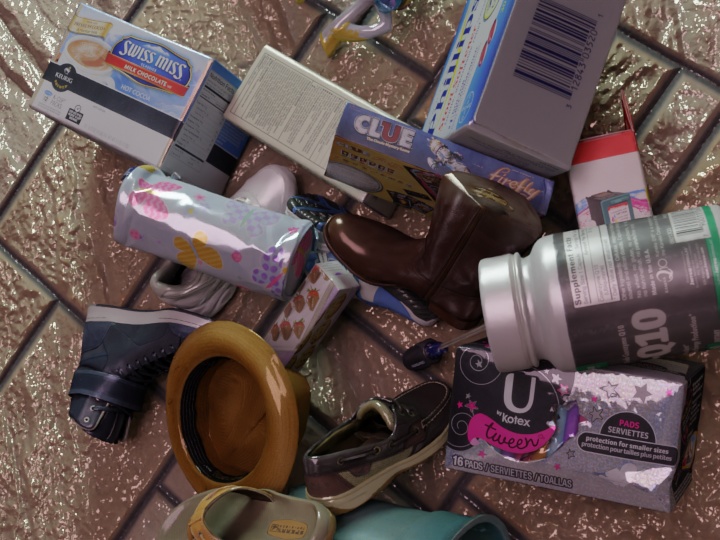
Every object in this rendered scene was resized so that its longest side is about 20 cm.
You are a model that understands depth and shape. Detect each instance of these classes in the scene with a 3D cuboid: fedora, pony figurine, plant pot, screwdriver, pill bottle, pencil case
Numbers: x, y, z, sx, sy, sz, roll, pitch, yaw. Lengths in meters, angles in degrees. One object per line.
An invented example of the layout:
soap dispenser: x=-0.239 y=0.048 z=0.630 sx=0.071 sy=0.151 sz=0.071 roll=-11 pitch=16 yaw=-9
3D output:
fedora: x=-0.109 y=0.139 z=1.125 sx=0.200 sy=0.081 sz=0.202 roll=8 pitch=102 yaw=43
pony figurine: x=0.019 y=-0.340 z=1.212 sx=0.199 sy=0.167 sz=0.194 roll=-21 pitch=104 yaw=14
plant pot: x=0.008 y=0.293 z=1.054 sx=0.195 sy=0.200 sz=0.202 roll=12 pitch=83 yaw=32
screwdriver: x=0.084 y=0.072 z=1.076 sx=0.028 sy=0.200 sz=0.029 roll=-23 pitch=90 yaw=-22
pill bottle: x=0.201 y=0.020 z=0.933 sx=0.198 sy=0.113 sz=0.114 roll=-11 pitch=75 yaw=13
pencil case: x=-0.144 y=-0.038 z=1.143 sx=0.199 sy=0.091 sz=0.084 roll=20 pitch=125 yaw=9

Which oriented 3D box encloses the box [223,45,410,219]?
box: x=-0.035 y=-0.146 z=1.216 sx=0.199 sy=0.078 sz=0.095 roll=34 pitch=93 yaw=25

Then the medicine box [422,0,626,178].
medicine box: x=0.144 y=-0.181 z=1.072 sx=0.102 sy=0.200 sz=0.184 roll=21 pitch=83 yaw=-10

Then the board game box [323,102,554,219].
board game box: x=0.068 y=-0.085 z=1.073 sx=0.199 sy=0.136 sz=0.035 roll=21 pitch=78 yaw=-2

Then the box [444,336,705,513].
box: x=0.191 y=0.127 z=1.024 sx=0.198 sy=0.132 sz=0.116 roll=7 pitch=95 yaw=24

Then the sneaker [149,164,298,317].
sneaker: x=-0.144 y=-0.033 z=1.225 sx=0.078 sy=0.099 sz=0.200 roll=41 pitch=96 yaw=27

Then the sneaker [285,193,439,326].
sneaker: x=0.000 y=0.000 z=1.185 sx=0.199 sy=0.076 sz=0.077 roll=36 pitch=121 yaw=22

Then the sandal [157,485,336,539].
sandal: x=-0.110 y=0.225 z=1.026 sx=0.199 sy=0.054 sz=0.081 roll=-8 pitch=54 yaw=38

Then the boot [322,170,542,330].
boot: x=0.059 y=-0.041 z=1.041 sx=0.185 sy=0.200 sz=0.064 roll=29 pitch=63 yaw=6

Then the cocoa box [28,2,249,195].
cocoa box: x=-0.233 y=-0.186 z=1.276 sx=0.199 sy=0.133 sz=0.132 roll=26 pitch=88 yaw=25

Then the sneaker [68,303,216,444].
sneaker: x=-0.226 y=0.115 z=1.233 sx=0.201 sy=0.077 sz=0.147 roll=0 pitch=68 yaw=32

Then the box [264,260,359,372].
box: x=-0.073 y=0.076 z=1.171 sx=0.039 sy=0.041 sz=0.200 roll=47 pitch=117 yaw=23

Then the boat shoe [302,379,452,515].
boat shoe: x=0.023 y=0.150 z=1.074 sx=0.073 sy=0.200 sz=0.065 roll=10 pitch=122 yaw=38

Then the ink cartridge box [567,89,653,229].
ink cartridge box: x=0.233 y=-0.049 z=1.061 sx=0.067 sy=0.116 sz=0.202 roll=-12 pitch=74 yaw=12
